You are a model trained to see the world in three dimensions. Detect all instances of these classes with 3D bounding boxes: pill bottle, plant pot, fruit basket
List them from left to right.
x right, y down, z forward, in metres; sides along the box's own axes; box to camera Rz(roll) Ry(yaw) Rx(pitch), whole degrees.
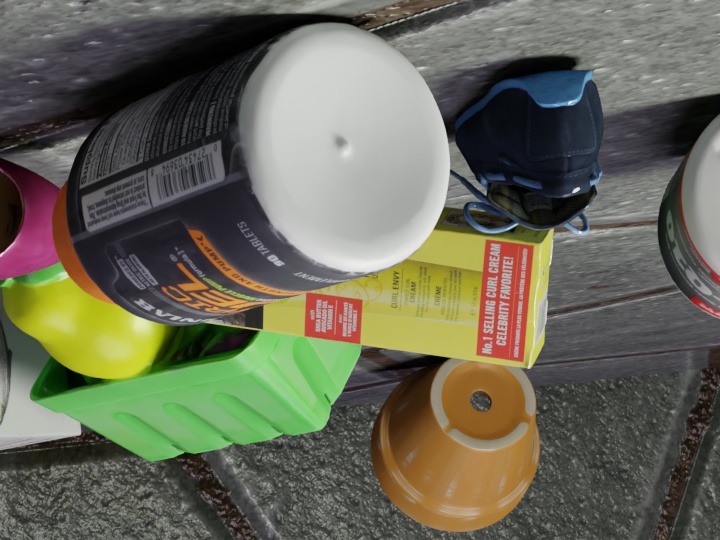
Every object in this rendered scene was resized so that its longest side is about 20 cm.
[{"bbox_3d":[-0.123,0.017,1.352,0.215,0.156,0.216,17,142,14],"label":"fruit basket"},{"bbox_3d":[-0.059,-0.034,0.984,0.106,0.106,0.200,-2,172,-35],"label":"pill bottle"},{"bbox_3d":[0.126,0.183,2.644,0.200,0.200,0.183,-6,157,-13],"label":"plant pot"},{"bbox_3d":[0.229,-0.029,1.286,0.114,0.114,0.200,-7,172,1],"label":"pill bottle"}]

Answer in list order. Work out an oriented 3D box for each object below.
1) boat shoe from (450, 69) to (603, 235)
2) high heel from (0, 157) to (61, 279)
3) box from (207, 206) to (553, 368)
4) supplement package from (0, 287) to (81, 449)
[{"bbox_3d":[0.082,-0.051,1.137,0.084,0.069,0.200,-8,175,5],"label":"boat shoe"},{"bbox_3d":[-0.189,-0.033,1.029,0.200,0.067,0.096,18,168,-42],"label":"high heel"},{"bbox_3d":[0.000,0.000,1.205,0.200,0.075,0.050,8,-162,11],"label":"box"},{"bbox_3d":[-0.287,0.058,1.432,0.117,0.117,0.200,-12,172,30],"label":"supplement package"}]
